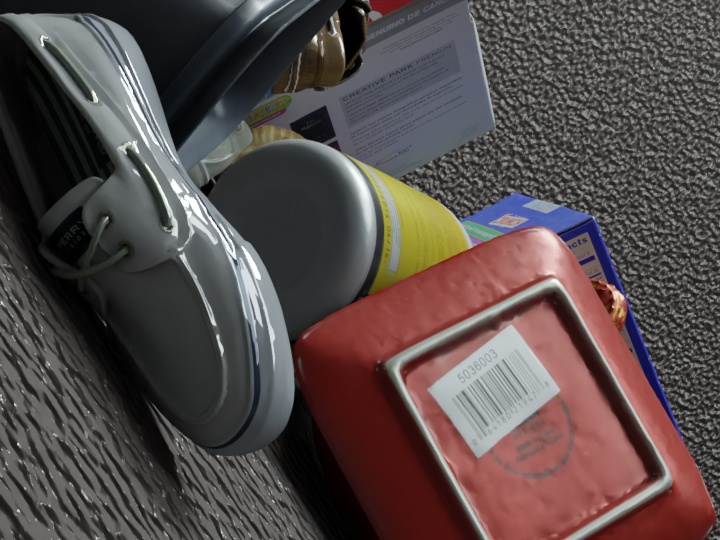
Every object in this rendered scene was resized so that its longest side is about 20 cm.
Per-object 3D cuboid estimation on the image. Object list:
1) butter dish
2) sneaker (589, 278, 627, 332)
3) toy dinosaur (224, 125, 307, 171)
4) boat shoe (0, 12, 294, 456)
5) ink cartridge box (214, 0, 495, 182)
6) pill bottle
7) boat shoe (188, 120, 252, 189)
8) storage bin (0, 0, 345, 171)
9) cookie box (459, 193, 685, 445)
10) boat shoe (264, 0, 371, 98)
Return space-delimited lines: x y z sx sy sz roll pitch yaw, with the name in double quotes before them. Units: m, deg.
"butter dish" 0.056 0.105 0.994 0.200 0.200 0.148 61 -34 7
"sneaker" 0.090 0.087 1.102 0.077 0.200 0.073 33 13 -41
"toy dinosaur" -0.043 -0.050 1.135 0.199 0.058 0.101 26 42 -7
"boat shoe" -0.097 -0.014 0.705 0.067 0.074 0.200 2 51 -51
"ink cartridge box" -0.019 -0.130 1.259 0.084 0.199 0.176 59 -7 31
"pill bottle" 0.000 0.000 1.051 0.200 0.112 0.112 21 33 -59
"boat shoe" -0.128 -0.140 1.025 0.200 0.068 0.072 57 -18 -9
"storage bin" -0.105 -0.122 0.856 0.134 0.146 0.200 42 23 -1
"cookie box" 0.134 0.059 1.208 0.171 0.075 0.201 -147 -147 -77
"boat shoe" -0.032 -0.143 1.111 0.200 0.072 0.073 -80 179 -66
